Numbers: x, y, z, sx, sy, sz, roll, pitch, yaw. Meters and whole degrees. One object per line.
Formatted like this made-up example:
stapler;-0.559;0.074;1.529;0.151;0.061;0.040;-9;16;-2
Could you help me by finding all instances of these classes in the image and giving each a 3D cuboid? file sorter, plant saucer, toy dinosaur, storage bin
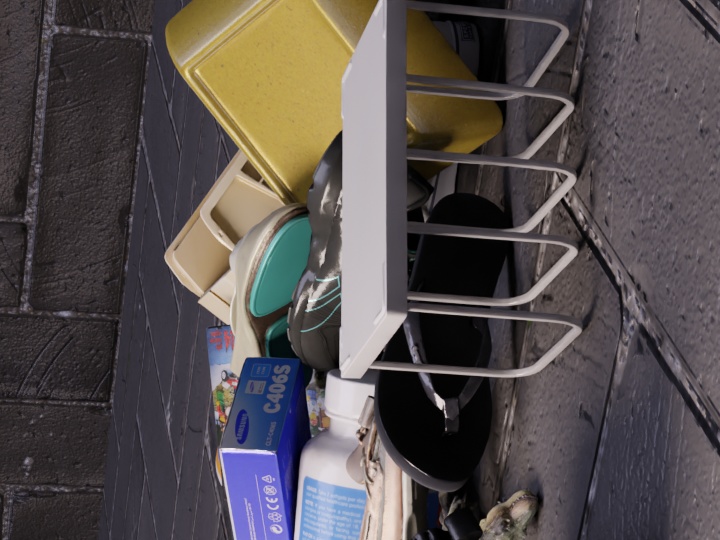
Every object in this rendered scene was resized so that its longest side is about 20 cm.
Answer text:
file sorter;0.059;-0.047;1.335;0.139;0.123;0.202;125;147;-69
plant saucer;-0.032;-0.125;1.512;0.200;0.200;0.048;-33;9;44
toy dinosaur;0.068;0.177;1.431;0.201;0.047;0.089;105;157;-55
storage bin;-0.063;-0.068;1.777;0.199;0.093;0.200;-55;6;-15

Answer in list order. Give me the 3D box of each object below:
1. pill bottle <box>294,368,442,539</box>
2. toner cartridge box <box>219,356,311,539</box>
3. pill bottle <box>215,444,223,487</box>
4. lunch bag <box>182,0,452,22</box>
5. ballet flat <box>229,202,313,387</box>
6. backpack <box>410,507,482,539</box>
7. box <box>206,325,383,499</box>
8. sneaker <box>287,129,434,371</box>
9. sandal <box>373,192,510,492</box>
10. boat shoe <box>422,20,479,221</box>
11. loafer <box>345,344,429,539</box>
pill bottle;0.010;0.173;1.537;0.112;0.111;0.202;-148;62;-76
toner cartridge box;-0.061;0.167;1.585;0.095;0.043;0.201;-77;-14;-49
pill bottle;-0.052;0.105;1.839;0.113;0.111;0.201;-99;19;-45
lunch bag;-0.025;-0.215;1.614;0.140;0.198;0.168;-95;18;-45
ballet flat;-0.068;0.015;1.576;0.201;0.069;0.070;96;169;-45
backpack;0.063;0.234;1.187;0.190;0.153;0.202;167;112;-69
box;-0.039;0.103;1.683;0.199;0.037;0.138;-9;86;50
sneaker;0.000;0.000;1.499;0.076;0.079;0.201;-56;-18;-44
sandal;0.053;0.040;1.402;0.043;0.075;0.202;121;158;-65
boat shoe;0.026;-0.085;1.587;0.075;0.085;0.203;-105;22;-56
loafer;0.014;0.146;1.448;0.072;0.062;0.202;-33;-57;-76
